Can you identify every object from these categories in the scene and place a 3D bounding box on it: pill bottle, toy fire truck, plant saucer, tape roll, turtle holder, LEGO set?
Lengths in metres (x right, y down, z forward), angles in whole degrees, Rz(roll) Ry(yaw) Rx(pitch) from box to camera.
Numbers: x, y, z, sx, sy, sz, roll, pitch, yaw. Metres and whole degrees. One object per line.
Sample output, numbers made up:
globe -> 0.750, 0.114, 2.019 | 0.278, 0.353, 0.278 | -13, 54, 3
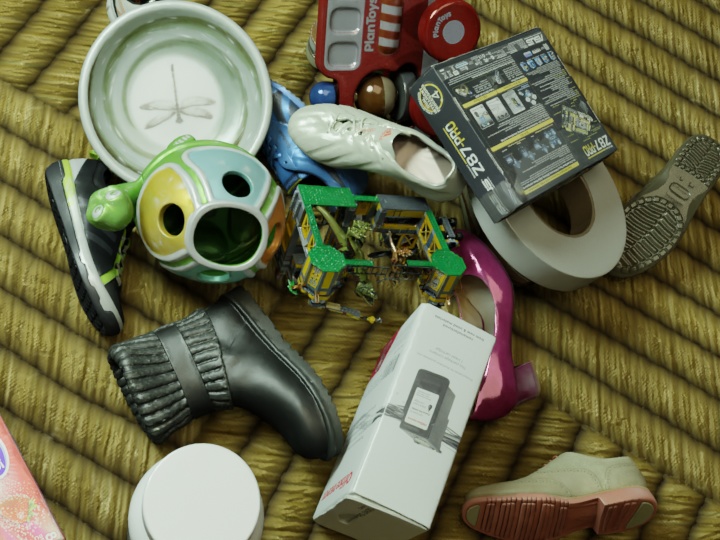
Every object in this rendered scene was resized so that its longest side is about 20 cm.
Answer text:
pill bottle -> -0.144, 0.221, 0.962 | 0.115, 0.200, 0.117 | 4, 67, -10
toy fire truck -> 0.027, -0.227, 1.195 | 0.166, 0.202, 0.112 | -3, 27, -19
plant saucer -> -0.193, -0.177, 1.163 | 0.198, 0.050, 0.202 | 0, 90, -10
tape roll -> 0.199, -0.077, 1.178 | 0.201, 0.037, 0.204 | 19, 55, -29
turtle holder -> -0.157, -0.062, 1.079 | 0.185, 0.132, 0.141 | 37, 94, -27
LEGO set -> 0.000, 0.000, 1.131 | 0.198, 0.116, 0.154 | -5, 47, -29

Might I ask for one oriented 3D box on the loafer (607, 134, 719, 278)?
loafer -> 0.343, -0.065, 1.270 | 0.076, 0.067, 0.200 | 43, 81, 11

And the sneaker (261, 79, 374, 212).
sneaker -> -0.081, -0.138, 1.204 | 0.200, 0.066, 0.079 | 38, 67, 5

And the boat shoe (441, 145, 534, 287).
boat shoe -> 0.149, -0.079, 1.224 | 0.075, 0.074, 0.201 | -22, 73, -20

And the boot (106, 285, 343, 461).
boot -> -0.131, 0.127, 1.070 | 0.157, 0.080, 0.211 | -29, 66, -29

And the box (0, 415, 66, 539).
box -> -0.349, 0.186, 0.989 | 0.102, 0.095, 0.201 | -26, 75, -22

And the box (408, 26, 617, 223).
box -> 0.161, -0.154, 1.134 | 0.199, 0.049, 0.162 | -29, 83, -44

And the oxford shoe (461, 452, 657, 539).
oxford shoe -> 0.194, 0.225, 1.122 | 0.198, 0.071, 0.074 | 1, 42, -12

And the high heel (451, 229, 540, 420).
high heel -> 0.115, 0.056, 1.158 | 0.095, 0.067, 0.202 | -13, 82, -39

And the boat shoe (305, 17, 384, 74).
boat shoe -> 0.039, -0.269, 1.283 | 0.198, 0.069, 0.075 | -8, 67, -17

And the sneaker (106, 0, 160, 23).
sneaker -> -0.217, -0.248, 1.213 | 0.073, 0.080, 0.201 | -30, 78, -24

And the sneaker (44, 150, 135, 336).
sneaker -> -0.256, -0.035, 1.118 | 0.082, 0.072, 0.201 | -15, 72, -20

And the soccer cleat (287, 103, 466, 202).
soccer cleat -> 0.016, -0.128, 1.132 | 0.198, 0.078, 0.070 | 23, 79, 11

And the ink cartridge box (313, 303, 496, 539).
ink cartridge box -> 0.041, 0.154, 1.062 | 0.083, 0.145, 0.201 | 26, 64, -5
